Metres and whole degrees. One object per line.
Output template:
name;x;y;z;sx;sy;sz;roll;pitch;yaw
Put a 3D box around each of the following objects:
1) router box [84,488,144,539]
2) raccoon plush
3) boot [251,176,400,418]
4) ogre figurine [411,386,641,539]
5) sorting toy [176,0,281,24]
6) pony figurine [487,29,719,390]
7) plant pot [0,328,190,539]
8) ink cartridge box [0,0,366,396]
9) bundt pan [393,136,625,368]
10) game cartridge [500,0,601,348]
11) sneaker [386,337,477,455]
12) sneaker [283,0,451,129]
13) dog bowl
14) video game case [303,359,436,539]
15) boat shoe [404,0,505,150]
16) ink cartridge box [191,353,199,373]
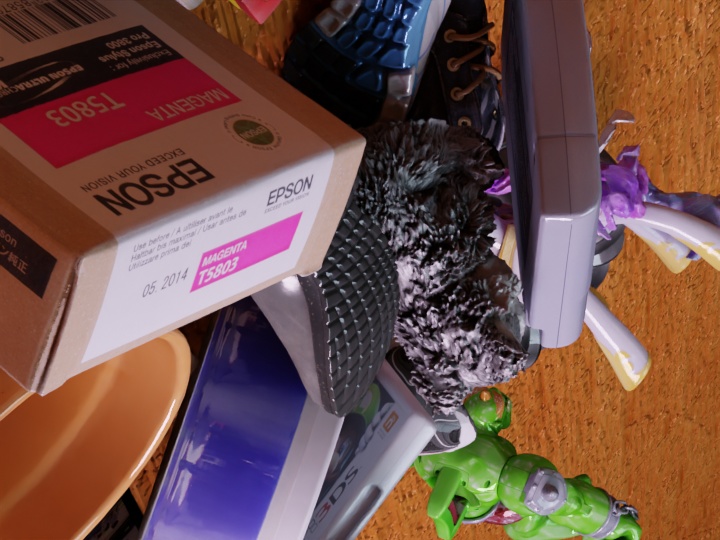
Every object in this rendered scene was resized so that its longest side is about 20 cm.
router box;-0.207;0.182;1.632;0.200;0.051;0.149;-46;161;-13
raccoon plush;0.000;0.000;1.525;0.199;0.135;0.097;3;156;-25
boot;-0.058;-0.020;1.465;0.068;0.130;0.201;-53;147;-31
ogre figurine;0.081;0.134;1.950;0.098;0.200;0.120;-50;158;-1
sorting toy;-0.028;-0.213;1.312;0.199;0.070;0.200;-50;160;-3
pony figurine;0.124;-0.039;1.781;0.193;0.199;0.167;-54;-156;26
plant pot;-0.193;0.056;1.306;0.200;0.140;0.200;-42;162;-17
ink cartridge box;-0.121;-0.048;1.258;0.200;0.164;0.075;-25;144;-52
bundt pan;0.104;-0.005;1.943;0.202;0.076;0.202;-43;158;-22
game cartridge;0.100;-0.078;1.576;0.041;0.201;0.133;-4;143;1
sneaker;0.002;0.096;1.817;0.086;0.081;0.200;-32;-178;-20
sneaker;0.022;-0.144;1.541;0.087;0.075;0.201;-45;164;-44
dog bowl;-0.062;0.095;1.600;0.200;0.078;0.201;-161;-90;-86
video game case;-0.042;0.123;1.744;0.182;0.023;0.200;-53;-157;6
boat shoe;0.050;-0.117;1.612;0.071;0.091;0.201;-21;144;-53
ink cartridge box;-0.180;0.090;1.508;0.200;0.068;0.115;-49;161;-5
